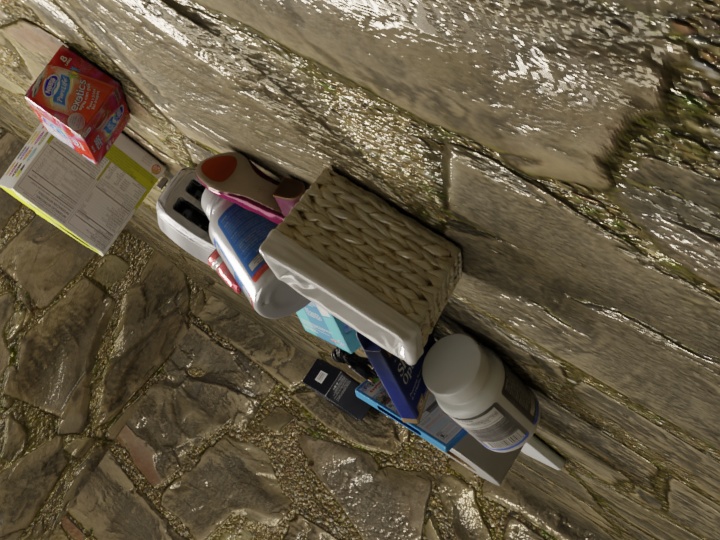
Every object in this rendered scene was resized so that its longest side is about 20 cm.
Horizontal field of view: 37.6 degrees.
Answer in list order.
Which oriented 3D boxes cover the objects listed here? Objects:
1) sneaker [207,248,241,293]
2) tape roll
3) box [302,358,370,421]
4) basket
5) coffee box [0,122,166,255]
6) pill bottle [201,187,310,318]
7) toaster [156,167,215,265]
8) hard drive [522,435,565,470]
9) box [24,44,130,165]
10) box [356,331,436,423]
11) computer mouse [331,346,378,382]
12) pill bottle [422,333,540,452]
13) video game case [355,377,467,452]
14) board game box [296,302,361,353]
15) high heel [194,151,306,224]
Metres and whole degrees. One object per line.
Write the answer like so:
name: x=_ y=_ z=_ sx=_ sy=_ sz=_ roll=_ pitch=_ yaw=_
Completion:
sneaker: x=-0.157 y=-0.001 z=1.678 sx=0.199 sy=0.074 sz=0.087 roll=-10 pitch=-119 yaw=-55
tape roll: x=0.192 y=0.258 z=1.824 sx=0.201 sy=0.140 sz=0.203 roll=32 pitch=170 yaw=6
box: x=-0.076 y=0.416 z=3.688 sx=0.182 sy=0.105 sz=0.199 roll=40 pitch=169 yaw=-28
basket: x=0.007 y=-0.006 z=1.174 sx=0.198 sy=0.124 sz=0.136 roll=31 pitch=170 yaw=13
coffee box: x=-0.509 y=-0.171 z=1.915 sx=0.199 sy=0.199 sz=0.199 roll=38 pitch=170 yaw=-25
pill bottle: x=-0.138 y=-0.042 z=1.432 sx=0.201 sy=0.112 sz=0.112 roll=54 pitch=-177 yaw=32
toaster: x=-0.245 y=-0.080 z=1.725 sx=0.199 sy=0.114 sz=0.129 roll=35 pitch=169 yaw=4
hard drive: x=0.305 y=0.323 z=2.108 sx=0.199 sy=0.026 sz=0.131 roll=39 pitch=170 yaw=-26
box: x=-0.408 y=-0.237 z=1.543 sx=0.099 sy=0.096 sz=0.200 roll=34 pitch=171 yaw=-3
box: x=0.058 y=0.107 z=1.487 sx=0.032 sy=0.122 sz=0.201 roll=0 pitch=138 yaw=30
computer mouse: x=-0.010 y=0.089 z=1.755 sx=0.109 sy=0.044 sz=0.202 roll=34 pitch=-149 yaw=-34
pill bottle: x=0.177 y=0.179 z=1.553 sx=0.113 sy=0.115 sz=0.200 roll=25 pitch=167 yaw=43
video game case: x=0.109 y=0.202 z=1.713 sx=0.199 sy=0.143 sz=0.018 roll=28 pitch=141 yaw=36
board game box: x=-0.073 y=0.016 z=1.597 sx=0.150 sy=0.047 sz=0.202 roll=20 pitch=140 yaw=57
high heel: x=-0.132 y=-0.092 z=1.386 sx=0.198 sy=0.068 sz=0.097 roll=24 pitch=156 yaw=36
